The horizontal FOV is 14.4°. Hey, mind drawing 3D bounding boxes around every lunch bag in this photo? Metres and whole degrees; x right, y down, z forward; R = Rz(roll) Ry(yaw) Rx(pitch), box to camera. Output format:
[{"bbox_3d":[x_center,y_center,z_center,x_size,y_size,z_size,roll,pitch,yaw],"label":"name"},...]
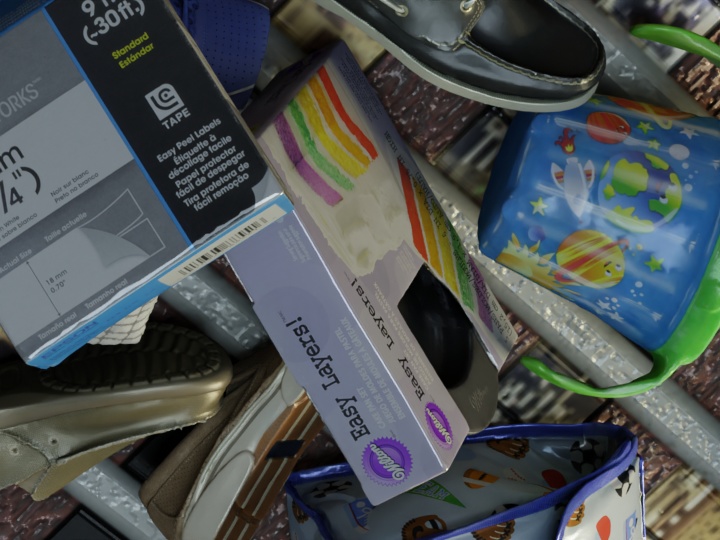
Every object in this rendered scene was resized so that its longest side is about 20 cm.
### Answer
[{"bbox_3d":[0.072,0.185,1.612,0.199,0.124,0.171,-13,119,-17],"label":"lunch bag"}]

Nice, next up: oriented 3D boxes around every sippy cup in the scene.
[{"bbox_3d":[0.135,-0.034,1.509,0.130,0.179,0.140,19,141,-5],"label":"sippy cup"}]

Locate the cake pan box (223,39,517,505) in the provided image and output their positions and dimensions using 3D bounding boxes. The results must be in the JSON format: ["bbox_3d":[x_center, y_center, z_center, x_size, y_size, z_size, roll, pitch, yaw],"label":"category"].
[{"bbox_3d":[0.000,0.000,1.440,0.052,0.184,0.201,-26,100,24],"label":"cake pan box"}]

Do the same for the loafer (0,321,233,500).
[{"bbox_3d":[-0.163,0.081,1.552,0.199,0.076,0.068,-10,119,8],"label":"loafer"}]

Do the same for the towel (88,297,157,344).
[{"bbox_3d":[-0.189,-0.039,1.441,0.199,0.086,0.166,12,155,-10],"label":"towel"}]

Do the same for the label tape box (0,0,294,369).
[{"bbox_3d":[-0.143,-0.077,1.313,0.144,0.063,0.201,-33,84,2],"label":"label tape box"}]

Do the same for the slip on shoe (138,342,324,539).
[{"bbox_3d":[-0.049,0.068,1.566,0.060,0.076,0.201,37,101,23],"label":"slip on shoe"}]

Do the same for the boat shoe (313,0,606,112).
[{"bbox_3d":[0.041,-0.145,1.442,0.199,0.072,0.068,29,149,-10],"label":"boat shoe"}]

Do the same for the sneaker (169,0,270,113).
[{"bbox_3d":[-0.139,-0.127,1.413,0.198,0.081,0.115,8,160,-12],"label":"sneaker"}]
